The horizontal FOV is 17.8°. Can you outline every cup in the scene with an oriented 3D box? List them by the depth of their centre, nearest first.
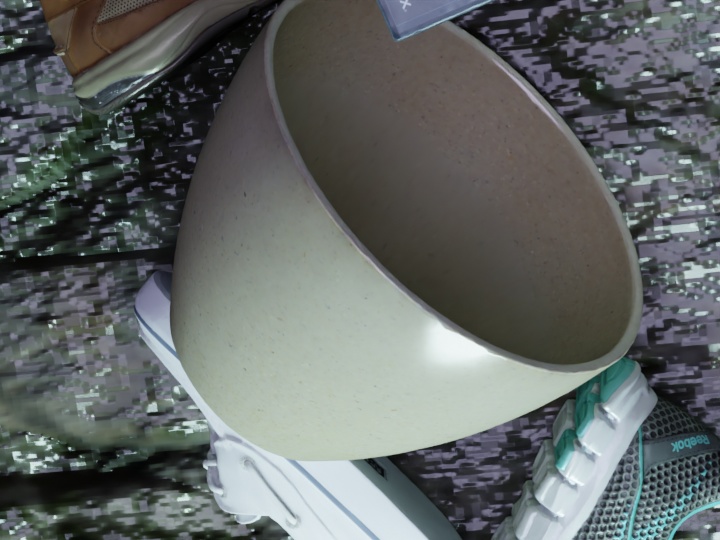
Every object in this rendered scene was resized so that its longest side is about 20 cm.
[{"bbox_3d":[0.000,0.000,0.975,0.200,0.200,0.143,43,123,-4],"label":"cup"}]

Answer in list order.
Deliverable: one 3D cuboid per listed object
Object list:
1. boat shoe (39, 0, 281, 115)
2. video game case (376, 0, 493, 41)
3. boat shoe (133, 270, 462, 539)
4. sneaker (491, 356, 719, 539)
[{"bbox_3d":[-0.056,-0.146,0.994,0.199,0.076,0.074,-32,94,12],"label":"boat shoe"},{"bbox_3d":[0.075,-0.188,0.834,0.199,0.019,0.144,-22,99,14],"label":"video game case"},{"bbox_3d":[-0.039,0.088,1.047,0.065,0.074,0.200,-44,93,12],"label":"boat shoe"},{"bbox_3d":[0.101,0.143,1.044,0.091,0.078,0.201,29,107,-4],"label":"sneaker"}]
